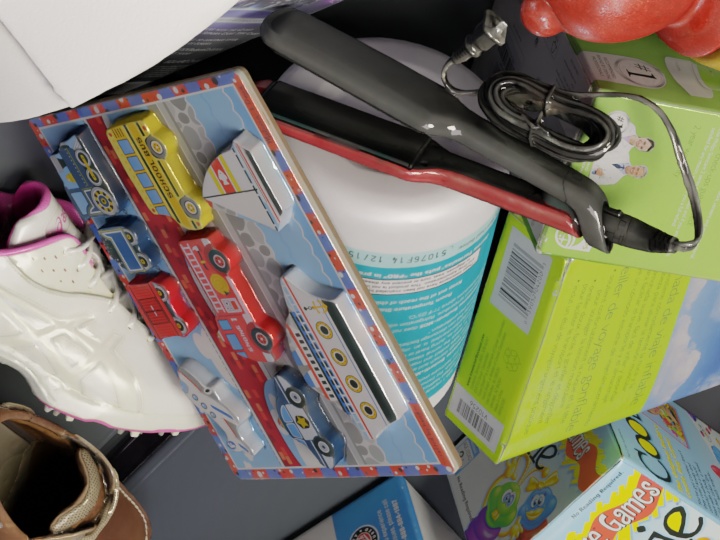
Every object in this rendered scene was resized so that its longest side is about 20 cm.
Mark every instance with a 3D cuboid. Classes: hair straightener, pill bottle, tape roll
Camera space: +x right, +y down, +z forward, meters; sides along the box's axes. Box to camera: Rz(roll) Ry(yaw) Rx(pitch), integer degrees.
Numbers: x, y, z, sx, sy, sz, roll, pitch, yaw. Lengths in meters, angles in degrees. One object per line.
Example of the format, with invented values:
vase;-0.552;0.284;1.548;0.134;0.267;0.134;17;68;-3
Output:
hair straightener;0.048;-0.061;0.923;0.199;0.041;0.077;25;122;13
pill bottle;0.000;0.000;1.049;0.110;0.111;0.201;-1;139;-11
tape roll;-0.105;-0.151;0.876;0.201;0.203;0.071;-30;125;10

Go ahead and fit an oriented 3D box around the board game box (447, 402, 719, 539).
board game box;0.155;0.141;1.200;0.199;0.105;0.103;34;113;-29

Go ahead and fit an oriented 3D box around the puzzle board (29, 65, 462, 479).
puzzle board;-0.054;0.010;1.005;0.150;0.017;0.201;-6;119;49

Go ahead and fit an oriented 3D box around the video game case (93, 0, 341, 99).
video game case;-0.055;-0.110;0.937;0.199;0.143;0.019;-21;87;23

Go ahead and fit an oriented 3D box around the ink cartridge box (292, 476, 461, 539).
ink cartridge box;-0.026;0.223;1.192;0.199;0.147;0.086;-34;127;13

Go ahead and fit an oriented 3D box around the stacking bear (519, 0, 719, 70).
stacking bear;0.157;-0.130;0.936;0.198;0.114;0.122;-2;127;-24

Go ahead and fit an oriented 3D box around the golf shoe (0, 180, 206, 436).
golf shoe;-0.137;0.014;1.068;0.199;0.075;0.092;21;115;-26

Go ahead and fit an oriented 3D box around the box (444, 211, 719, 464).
box;0.139;0.011;1.099;0.199;0.048;0.123;-15;134;-39

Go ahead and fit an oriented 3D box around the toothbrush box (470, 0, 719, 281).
toothbrush box;0.164;-0.067;1.028;0.198;0.146;0.087;7;123;-17

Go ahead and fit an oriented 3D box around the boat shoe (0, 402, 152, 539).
boat shoe;-0.151;0.110;1.095;0.071;0.076;0.200;5;163;29
